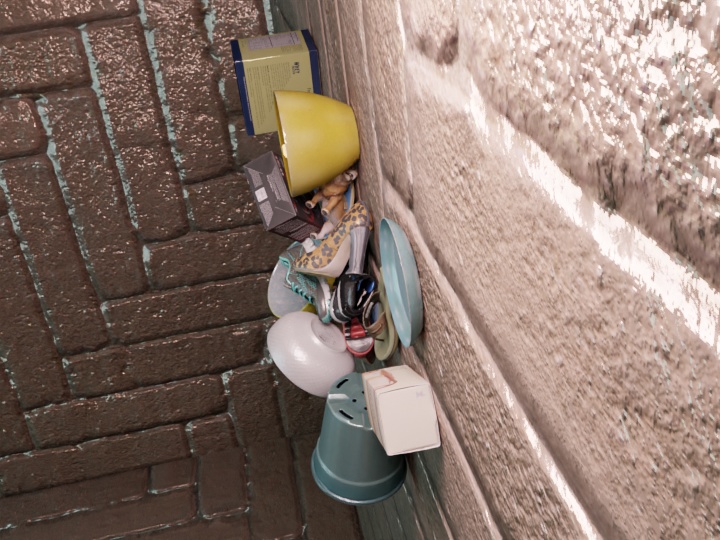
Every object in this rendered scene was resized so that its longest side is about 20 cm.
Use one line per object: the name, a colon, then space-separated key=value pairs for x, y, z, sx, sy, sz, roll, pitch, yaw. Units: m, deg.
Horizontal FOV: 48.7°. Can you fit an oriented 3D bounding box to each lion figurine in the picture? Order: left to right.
lion figurine: x=-0.053 y=-0.126 z=1.630 sx=0.123 sy=0.072 sz=0.201 roll=-54 pitch=-23 yaw=-39

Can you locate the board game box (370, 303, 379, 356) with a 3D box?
board game box: x=0.039 y=0.111 z=1.588 sx=0.200 sy=0.019 sz=0.104 roll=110 pitch=151 yaw=-77

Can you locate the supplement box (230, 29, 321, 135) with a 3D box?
supplement box: x=-0.204 y=-0.466 z=1.968 sx=0.135 sy=0.198 sz=0.201 roll=-109 pitch=11 yaw=-50

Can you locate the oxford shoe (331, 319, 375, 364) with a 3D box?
oxford shoe: x=-0.026 y=0.130 z=1.748 sx=0.201 sy=0.073 sz=0.071 roll=61 pitch=-143 yaw=-30

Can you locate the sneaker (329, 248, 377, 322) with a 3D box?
sneaker: x=0.000 y=0.000 z=1.567 sx=0.112 sy=0.073 sz=0.202 roll=-23 pitch=55 yaw=60

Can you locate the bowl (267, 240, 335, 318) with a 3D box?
bowl: x=-0.108 y=0.034 z=1.808 sx=0.107 sy=0.200 sz=0.201 roll=30 pitch=-151 yaw=-37

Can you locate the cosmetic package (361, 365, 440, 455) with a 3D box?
cosmetic package: x=0.061 y=0.222 z=1.292 sx=0.200 sy=0.086 sz=0.104 roll=178 pitch=82 yaw=-83

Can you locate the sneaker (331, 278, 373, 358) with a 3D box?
sneaker: x=-0.017 y=0.090 z=1.658 sx=0.087 sy=0.073 sz=0.202 roll=89 pitch=173 yaw=-66

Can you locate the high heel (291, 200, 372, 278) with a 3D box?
high heel: x=-0.057 y=-0.060 z=1.544 sx=0.199 sy=0.071 sz=0.144 roll=-1 pitch=77 yaw=43

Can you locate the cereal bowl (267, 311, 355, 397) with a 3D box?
cereal bowl: x=-0.087 y=0.157 z=1.628 sx=0.083 sy=0.199 sz=0.201 roll=-49 pitch=35 yaw=24

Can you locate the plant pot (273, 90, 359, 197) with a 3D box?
plant pot: x=-0.080 y=-0.251 z=1.508 sx=0.200 sy=0.141 sz=0.202 roll=169 pitch=90 yaw=-84

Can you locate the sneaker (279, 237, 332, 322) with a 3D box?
sneaker: x=-0.114 y=0.030 z=1.658 sx=0.078 sy=0.091 sz=0.201 roll=82 pitch=168 yaw=-56

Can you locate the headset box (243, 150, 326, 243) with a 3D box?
headset box: x=-0.149 y=-0.148 z=1.666 sx=0.150 sy=0.075 sz=0.200 roll=69 pitch=-165 yaw=14

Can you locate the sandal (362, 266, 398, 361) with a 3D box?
sandal: x=0.031 y=0.076 z=1.416 sx=0.080 sy=0.057 sz=0.202 roll=-116 pitch=20 yaw=-49

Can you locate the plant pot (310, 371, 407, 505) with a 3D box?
plant pot: x=0.004 y=0.321 z=1.572 sx=0.201 sy=0.198 sz=0.197 roll=-109 pitch=19 yaw=-51

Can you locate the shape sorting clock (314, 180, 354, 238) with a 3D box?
shape sorting clock: x=-0.078 y=-0.170 z=1.739 sx=0.199 sy=0.039 sz=0.202 roll=-2 pitch=88 yaw=54

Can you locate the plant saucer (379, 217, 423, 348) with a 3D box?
plant saucer: x=0.063 y=0.017 z=1.215 sx=0.200 sy=0.027 sz=0.202 roll=169 pitch=90 yaw=-83
